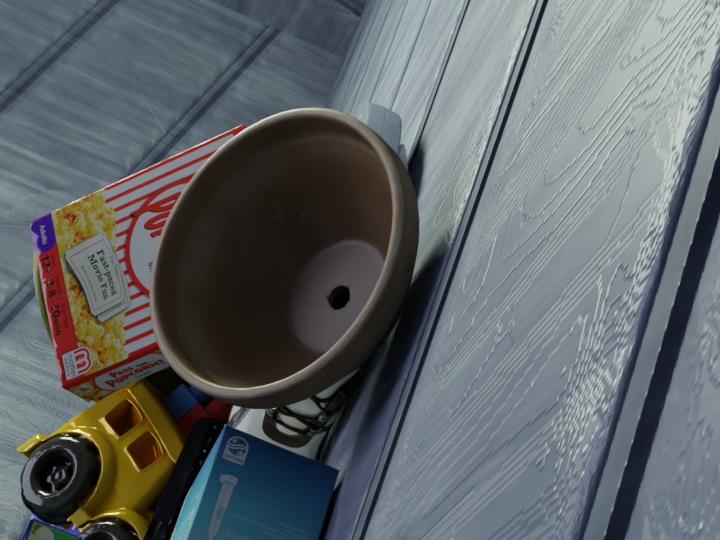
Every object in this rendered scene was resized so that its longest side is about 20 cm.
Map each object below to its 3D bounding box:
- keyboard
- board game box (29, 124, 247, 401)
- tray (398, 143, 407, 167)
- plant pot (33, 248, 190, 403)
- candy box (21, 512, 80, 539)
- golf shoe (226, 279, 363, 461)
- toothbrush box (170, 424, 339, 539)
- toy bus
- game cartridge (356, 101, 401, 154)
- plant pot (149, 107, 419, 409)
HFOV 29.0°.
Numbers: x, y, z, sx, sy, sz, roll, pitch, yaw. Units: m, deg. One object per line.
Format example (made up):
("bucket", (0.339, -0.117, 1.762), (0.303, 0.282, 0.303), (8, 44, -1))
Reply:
("keyboard", (-0.110, 0.200, 1.028), (0.040, 0.103, 0.201), (95, -168, -58))
("board game box", (-0.153, -0.005, 1.099), (0.046, 0.199, 0.152), (47, -158, -62))
("tray", (0.000, 0.000, 1.152), (0.107, 0.022, 0.201), (133, 158, -76))
("plant pot", (-0.145, 0.005, 1.212), (0.192, 0.201, 0.201), (-22, 28, 22))
("candy box", (-0.237, 0.293, 1.400), (0.169, 0.199, 0.078), (-119, 50, -84))
("golf shoe", (-0.045, 0.086, 0.995), (0.094, 0.077, 0.202), (-171, 101, -84))
("toothbrush box", (-0.095, 0.225, 0.898), (0.147, 0.085, 0.201), (122, 169, -56))
("toy bus", (-0.152, 0.179, 1.133), (0.192, 0.200, 0.136), (-39, -37, -4))
("game cartridge", (-0.005, -0.067, 1.166), (0.200, 0.041, 0.134), (-84, 13, -68))
("plant pot", (-0.035, 0.002, 0.919), (0.200, 0.093, 0.202), (-16, 60, 29))
